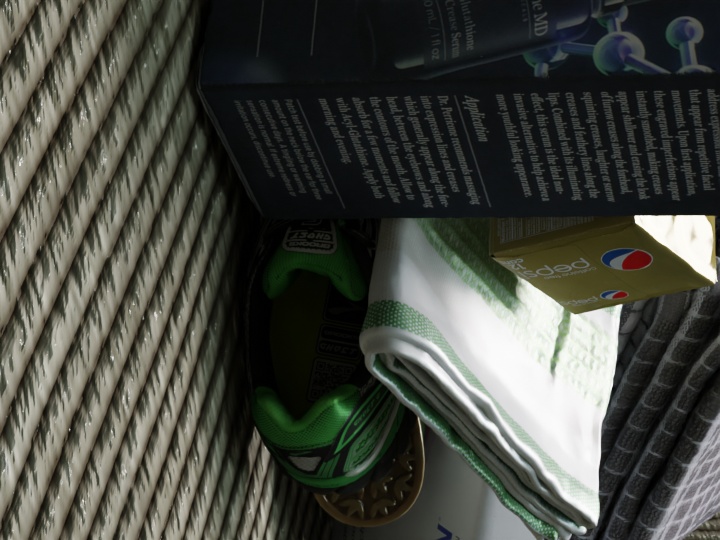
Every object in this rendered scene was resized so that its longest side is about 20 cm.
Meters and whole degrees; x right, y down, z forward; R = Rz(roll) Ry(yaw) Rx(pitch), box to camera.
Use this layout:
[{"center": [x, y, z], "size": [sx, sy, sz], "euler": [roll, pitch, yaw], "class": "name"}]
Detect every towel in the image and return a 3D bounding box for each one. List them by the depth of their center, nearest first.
[{"center": [0.064, -0.015, 1.021], "size": [0.149, 0.031, 0.201], "euler": [47, 46, -40], "class": "towel"}, {"center": [0.148, 0.048, 1.206], "size": [0.165, 0.085, 0.200], "euler": [-25, 144, -55], "class": "towel"}]

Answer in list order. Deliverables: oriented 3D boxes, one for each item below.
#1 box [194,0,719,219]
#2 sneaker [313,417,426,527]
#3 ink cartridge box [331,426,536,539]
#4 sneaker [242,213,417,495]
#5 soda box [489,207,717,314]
[{"center": [0.056, -0.106, 0.924], "size": [0.107, 0.199, 0.149], "euler": [66, 26, -63], "class": "box"}, {"center": [0.000, 0.000, 1.114], "size": [0.090, 0.067, 0.201], "euler": [-96, -173, -82], "class": "sneaker"}, {"center": [0.029, 0.061, 1.191], "size": [0.200, 0.043, 0.197], "euler": [-149, -116, -62], "class": "ink cartridge box"}, {"center": [-0.003, -0.019, 0.999], "size": [0.085, 0.078, 0.201], "euler": [56, 36, -75], "class": "sneaker"}, {"center": [0.094, -0.089, 1.015], "size": [0.068, 0.064, 0.201], "euler": [32, 53, -49], "class": "soda box"}]
